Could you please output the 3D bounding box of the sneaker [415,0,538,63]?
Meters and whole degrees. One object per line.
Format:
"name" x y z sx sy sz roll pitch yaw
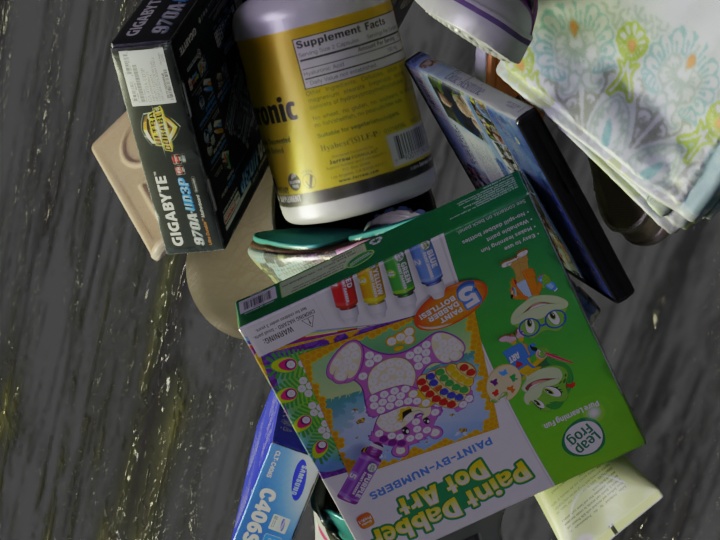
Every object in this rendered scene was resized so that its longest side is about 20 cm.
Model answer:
"sneaker" 0.087 -0.196 1.260 0.114 0.073 0.200 -56 11 19

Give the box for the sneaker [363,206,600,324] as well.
"sneaker" 0.061 0.019 1.457 0.200 0.077 0.085 22 74 43

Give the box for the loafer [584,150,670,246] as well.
"loafer" 0.158 -0.114 1.344 0.076 0.068 0.200 -3 92 59

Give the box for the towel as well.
"towel" 0.185 -0.145 1.246 0.171 0.048 0.200 45 115 26

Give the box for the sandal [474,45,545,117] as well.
"sandal" 0.118 -0.178 1.403 0.059 0.079 0.207 31 129 52

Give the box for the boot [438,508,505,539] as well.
"boot" 0.058 0.150 1.504 0.200 0.074 0.096 85 161 -47

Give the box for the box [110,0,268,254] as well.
"box" -0.104 -0.130 1.492 0.200 0.046 0.159 -68 -30 -55

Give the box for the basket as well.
"basket" -0.045 -0.015 1.643 0.200 0.136 0.180 -17 82 62

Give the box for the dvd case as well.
"dvd case" 0.100 -0.064 1.390 0.143 0.018 0.200 58 172 -24

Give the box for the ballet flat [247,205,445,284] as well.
"ballet flat" 0.000 0.000 1.444 0.200 0.069 0.071 -6 98 44

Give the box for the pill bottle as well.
"pill bottle" -0.024 -0.140 1.469 0.111 0.111 0.200 0 107 59

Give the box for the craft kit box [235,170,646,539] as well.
"craft kit box" 0.052 0.066 1.360 0.198 0.200 0.049 62 -174 -26

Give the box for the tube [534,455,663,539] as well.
"tube" 0.123 0.107 1.453 0.200 0.052 0.058 55 143 39

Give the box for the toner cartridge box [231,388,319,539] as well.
"toner cartridge box" -0.055 0.132 1.650 0.200 0.043 0.095 -82 12 -68

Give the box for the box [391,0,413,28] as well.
"box" -0.016 -0.210 1.531 0.110 0.035 0.200 40 139 8

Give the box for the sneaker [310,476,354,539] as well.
"sneaker" 0.007 0.209 1.615 0.121 0.084 0.200 119 142 -79

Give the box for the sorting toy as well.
"sorting toy" -0.124 -0.115 1.749 0.185 0.036 0.200 -43 37 8
